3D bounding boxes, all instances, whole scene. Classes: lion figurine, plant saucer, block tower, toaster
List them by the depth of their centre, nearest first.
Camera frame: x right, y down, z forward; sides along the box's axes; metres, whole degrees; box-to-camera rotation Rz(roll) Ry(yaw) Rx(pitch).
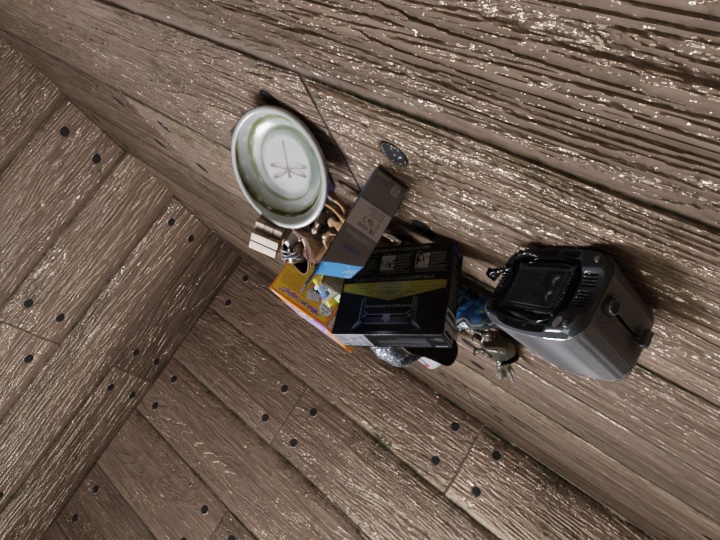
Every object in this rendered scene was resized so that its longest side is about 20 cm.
[{"bbox_3d":[0.245,0.052,0.633,0.128,0.115,0.199,37,168,-21],"label":"toaster"},{"bbox_3d":[-0.125,-0.173,0.870,0.196,0.050,0.205,17,125,25],"label":"plant saucer"},{"bbox_3d":[0.004,-0.063,0.947,0.197,0.073,0.123,25,-165,-35],"label":"lion figurine"},{"bbox_3d":[-0.142,-0.110,0.994,0.056,0.202,0.055,22,130,-1],"label":"block tower"}]

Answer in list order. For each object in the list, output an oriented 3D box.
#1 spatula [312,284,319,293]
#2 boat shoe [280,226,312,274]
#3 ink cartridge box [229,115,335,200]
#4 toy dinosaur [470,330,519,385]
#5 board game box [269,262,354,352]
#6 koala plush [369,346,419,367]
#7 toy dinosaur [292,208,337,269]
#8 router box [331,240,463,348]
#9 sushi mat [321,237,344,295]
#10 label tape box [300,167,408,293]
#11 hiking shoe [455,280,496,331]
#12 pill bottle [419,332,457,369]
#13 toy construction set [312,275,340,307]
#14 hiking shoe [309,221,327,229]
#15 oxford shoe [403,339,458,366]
[{"bbox_3d":[-0.044,0.015,1.151,0.057,0.021,0.199,50,-147,9],"label":"spatula"},{"bbox_3d":[-0.137,-0.051,1.115,0.070,0.074,0.200,-1,158,16],"label":"boat shoe"},{"bbox_3d":[-0.143,-0.201,0.968,0.197,0.045,0.094,32,169,20],"label":"ink cartridge box"},{"bbox_3d":[0.286,0.158,1.094,0.100,0.078,0.201,17,157,24],"label":"toy dinosaur"},{"bbox_3d":[-0.070,0.047,1.347,0.198,0.202,0.200,30,168,29],"label":"board game box"},{"bbox_3d":[0.121,0.098,1.109,0.179,0.182,0.200,55,143,10],"label":"koala plush"},{"bbox_3d":[-0.081,-0.049,1.067,0.086,0.136,0.199,43,-156,13],"label":"toy dinosaur"},{"bbox_3d":[0.060,0.040,0.853,0.195,0.161,0.052,-3,150,30],"label":"router box"},{"bbox_3d":[0.014,0.028,0.964,0.198,0.098,0.012,32,142,-28],"label":"sushi mat"},{"bbox_3d":[-0.013,-0.040,0.814,0.062,0.203,0.144,31,170,-4],"label":"label tape box"},{"bbox_3d":[0.177,0.054,0.945,0.196,0.089,0.074,3,-165,36],"label":"hiking shoe"},{"bbox_3d":[0.134,0.140,1.312,0.198,0.121,0.119,38,169,-10],"label":"pill bottle"},{"bbox_3d":[0.000,0.000,1.058,0.131,0.195,0.094,90,158,-82],"label":"toy construction set"},{"bbox_3d":[-0.124,-0.095,1.187,0.199,0.076,0.101,42,-163,-23],"label":"hiking shoe"},{"bbox_3d":[0.095,0.118,0.954,0.070,0.073,0.199,10,158,49],"label":"oxford shoe"}]
